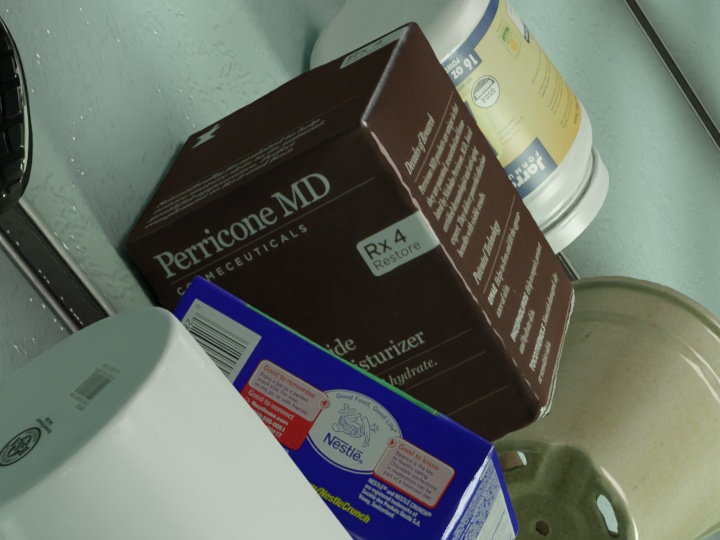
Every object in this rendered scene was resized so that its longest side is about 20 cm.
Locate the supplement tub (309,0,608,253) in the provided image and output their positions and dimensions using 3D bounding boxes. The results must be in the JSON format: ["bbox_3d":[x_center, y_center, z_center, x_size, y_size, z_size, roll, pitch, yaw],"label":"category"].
[{"bbox_3d":[0.073,-0.108,1.794,0.200,0.144,0.145,51,24,-29],"label":"supplement tub"}]

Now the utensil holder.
[{"bbox_3d":[-0.087,0.142,1.107,0.200,0.169,0.170,53,23,-18],"label":"utensil holder"}]

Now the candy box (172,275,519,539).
[{"bbox_3d":[-0.012,0.097,1.264,0.169,0.077,0.200,30,-12,14],"label":"candy box"}]

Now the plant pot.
[{"bbox_3d":[0.145,0.130,1.665,0.201,0.200,0.183,61,33,-8],"label":"plant pot"}]

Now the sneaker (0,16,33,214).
[{"bbox_3d":[-0.198,-0.120,1.276,0.201,0.075,0.088,68,16,12],"label":"sneaker"}]

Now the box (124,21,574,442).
[{"bbox_3d":[0.000,0.000,1.468,0.201,0.165,0.164,57,23,-16],"label":"box"}]
